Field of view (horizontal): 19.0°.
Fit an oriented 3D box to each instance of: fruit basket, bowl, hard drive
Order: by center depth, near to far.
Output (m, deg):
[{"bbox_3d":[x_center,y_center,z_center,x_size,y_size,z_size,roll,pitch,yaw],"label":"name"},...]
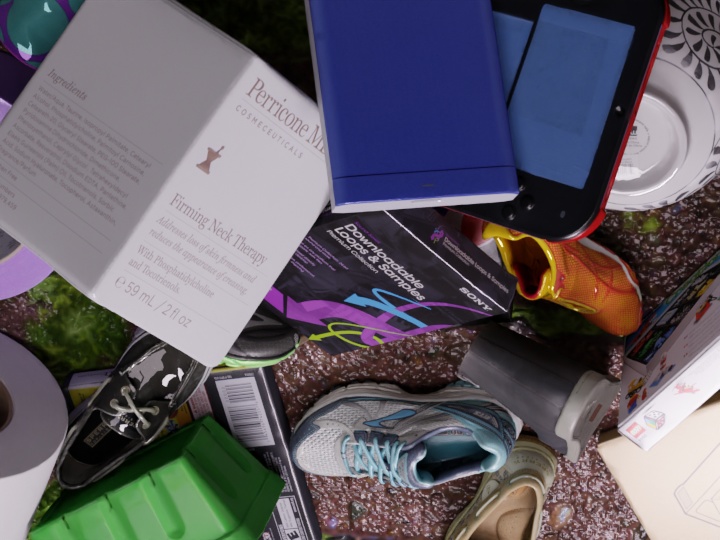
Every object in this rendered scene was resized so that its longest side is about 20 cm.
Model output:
[{"bbox_3d":[0.032,-0.144,1.503,0.131,0.202,0.025,-4,166,-13],"label":"hard drive"},{"bbox_3d":[0.195,-0.115,1.576,0.199,0.094,0.202,5,122,8],"label":"bowl"},{"bbox_3d":[-0.148,0.247,1.807,0.214,0.156,0.217,4,109,10],"label":"fruit basket"}]

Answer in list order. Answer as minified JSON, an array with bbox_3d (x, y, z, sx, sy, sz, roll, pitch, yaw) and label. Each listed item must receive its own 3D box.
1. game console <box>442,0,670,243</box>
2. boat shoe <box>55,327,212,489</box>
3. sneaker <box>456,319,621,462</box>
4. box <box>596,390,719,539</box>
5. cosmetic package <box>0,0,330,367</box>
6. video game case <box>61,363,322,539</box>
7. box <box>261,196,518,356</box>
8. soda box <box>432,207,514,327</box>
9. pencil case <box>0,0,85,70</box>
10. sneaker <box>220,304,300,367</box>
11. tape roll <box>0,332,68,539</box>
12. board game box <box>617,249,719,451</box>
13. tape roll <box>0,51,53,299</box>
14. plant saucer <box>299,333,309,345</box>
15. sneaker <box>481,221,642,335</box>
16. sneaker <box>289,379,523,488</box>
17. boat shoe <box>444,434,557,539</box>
[{"bbox_3d":[0.115,-0.132,1.526,0.176,0.031,0.201,19,90,23],"label":"game console"},{"bbox_3d":[-0.183,0.110,1.766,0.071,0.064,0.200,35,121,-13],"label":"boat shoe"},{"bbox_3d":[0.141,0.088,1.689,0.106,0.200,0.075,31,84,14],"label":"sneaker"},{"bbox_3d":[0.318,0.168,1.773,0.199,0.021,0.164,-22,115,21],"label":"box"},{"bbox_3d":[-0.141,-0.074,1.535,0.201,0.166,0.167,-55,145,0],"label":"cosmetic package"},{"bbox_3d":[-0.142,0.165,1.848,0.179,0.026,0.201,-7,121,14],"label":"video game case"},{"bbox_3d":[0.000,0.000,1.616,0.143,0.036,0.199,38,144,-29],"label":"box"},{"bbox_3d":[0.073,-0.058,1.645,0.063,0.071,0.201,-6,120,13],"label":"soda box"},{"bbox_3d":[-0.184,-0.232,1.572,0.092,0.085,0.200,47,120,3],"label":"pencil case"},{"bbox_3d":[-0.125,0.004,1.682,0.199,0.077,0.084,36,125,-14],"label":"sneaker"},{"bbox_3d":[-0.355,0.150,1.771,0.201,0.203,0.140,23,123,-5],"label":"tape roll"},{"bbox_3d":[0.274,0.035,1.635,0.035,0.127,0.200,36,121,-13],"label":"board game box"},{"bbox_3d":[-0.314,-0.076,1.704,0.198,0.066,0.201,4,121,7],"label":"tape roll"},{"bbox_3d":[-0.105,-0.018,1.725,0.198,0.030,0.201,4,122,6],"label":"plant saucer"},{"bbox_3d":[0.149,0.001,1.642,0.073,0.078,0.200,2,151,44],"label":"sneaker"},{"bbox_3d":[0.032,0.140,1.765,0.198,0.087,0.078,-10,119,15],"label":"sneaker"},{"bbox_3d":[0.112,0.230,1.822,0.073,0.063,0.201,15,123,-1],"label":"boat shoe"}]
